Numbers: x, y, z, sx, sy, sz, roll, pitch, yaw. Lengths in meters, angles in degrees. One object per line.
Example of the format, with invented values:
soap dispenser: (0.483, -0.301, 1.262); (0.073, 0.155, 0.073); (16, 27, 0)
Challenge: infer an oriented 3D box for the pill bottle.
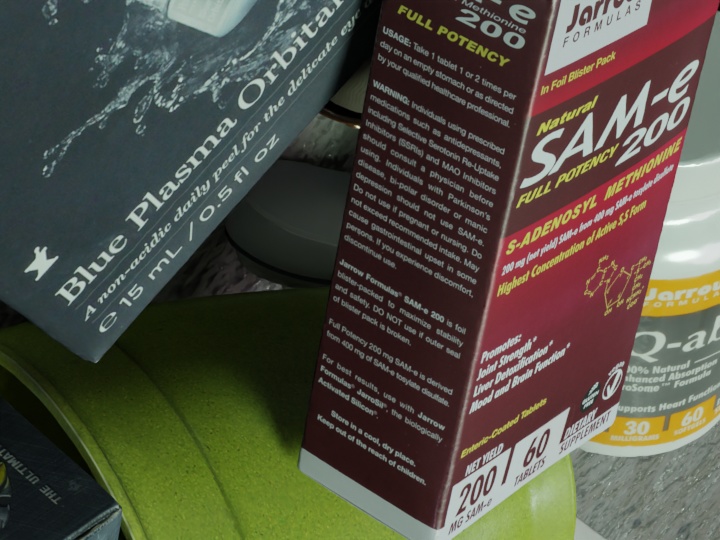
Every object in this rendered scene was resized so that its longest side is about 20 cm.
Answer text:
pill bottle: (0.122, -0.017, 1.217); (0.116, 0.116, 0.200); (-36, 151, -25)

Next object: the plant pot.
plant pot: (-0.034, 0.090, 0.983); (0.192, 0.200, 0.201); (-19, 142, -32)

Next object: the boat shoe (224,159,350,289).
boat shoe: (0.000, 0.000, 1.107); (0.066, 0.072, 0.200); (-61, 160, 14)

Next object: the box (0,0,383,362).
box: (-0.083, -0.105, 0.774); (0.197, 0.117, 0.200); (-49, 153, -2)

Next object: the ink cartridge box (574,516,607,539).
ink cartridge box: (0.079, 0.218, 1.363); (0.082, 0.201, 0.146); (-12, 161, 17)

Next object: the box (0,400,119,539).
box: (-0.157, 0.068, 0.776); (0.051, 0.200, 0.158); (-32, 150, -35)

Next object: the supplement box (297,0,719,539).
supplement box: (0.048, -0.024, 0.862); (0.109, 0.061, 0.201); (-31, 140, -45)

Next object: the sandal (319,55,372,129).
sandal: (0.007, -0.086, 1.006); (0.082, 0.055, 0.200); (-54, 159, 10)
